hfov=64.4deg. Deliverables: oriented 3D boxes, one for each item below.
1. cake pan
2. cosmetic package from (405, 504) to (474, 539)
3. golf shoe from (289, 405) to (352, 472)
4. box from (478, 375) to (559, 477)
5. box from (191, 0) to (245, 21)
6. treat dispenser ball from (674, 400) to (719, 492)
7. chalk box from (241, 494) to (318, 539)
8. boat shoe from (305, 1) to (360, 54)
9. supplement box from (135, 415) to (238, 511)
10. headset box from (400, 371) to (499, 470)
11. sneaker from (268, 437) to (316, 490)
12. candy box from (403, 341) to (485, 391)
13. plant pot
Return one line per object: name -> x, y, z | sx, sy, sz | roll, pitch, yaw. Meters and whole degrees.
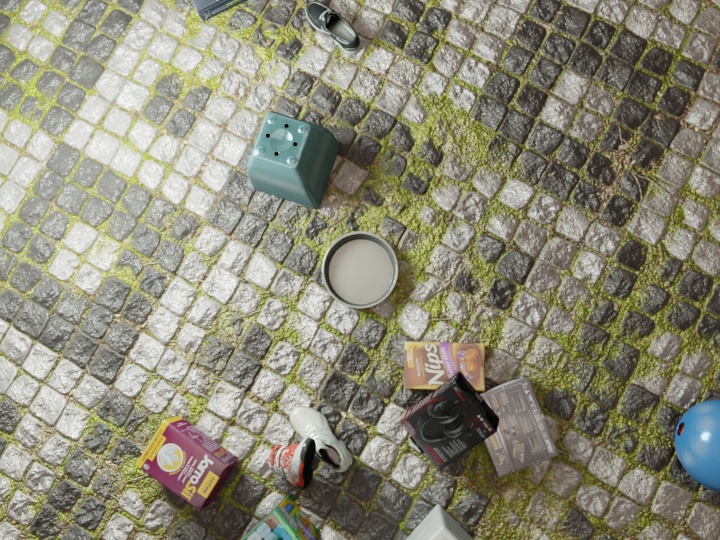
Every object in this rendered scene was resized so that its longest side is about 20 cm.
cake pan -> 0.000, 0.000, 1.486 | 0.198, 0.037, 0.202 | -1, 82, 4
cosmetic package -> 0.185, 0.670, 1.294 | 0.166, 0.200, 0.167 | 43, 87, 9
golf shoe -> -0.100, 0.412, 1.406 | 0.200, 0.097, 0.078 | 42, 88, 10
box -> 0.370, 0.379, 1.398 | 0.157, 0.048, 0.201 | -21, 81, 3
box -> -0.425, -0.837, 1.631 | 0.157, 0.051, 0.201 | -25, 81, 2
treat dispenser ball -> 0.819, 0.394, 1.285 | 0.199, 0.201, 0.203 | -1, 82, 4
chalk box -> -0.192, 0.630, 1.328 | 0.125, 0.200, 0.124 | -42, 81, -2
boat shoe -> -0.076, -0.684, 1.578 | 0.200, 0.060, 0.076 | 40, 87, 8
supplement box -> -0.427, 0.474, 1.418 | 0.199, 0.103, 0.131 | 31, 85, 7
headset box -> 0.205, 0.364, 1.367 | 0.200, 0.077, 0.149 | -41, 86, 20
sneaker -> -0.168, 0.447, 1.368 | 0.107, 0.202, 0.067 | 23, 48, 15
candy box -> 0.208, 0.238, 1.428 | 0.198, 0.056, 0.118 | 0, 83, 6
plant pot -> -0.180, -0.299, 1.461 | 0.195, 0.200, 0.197 | 18, 83, 6
